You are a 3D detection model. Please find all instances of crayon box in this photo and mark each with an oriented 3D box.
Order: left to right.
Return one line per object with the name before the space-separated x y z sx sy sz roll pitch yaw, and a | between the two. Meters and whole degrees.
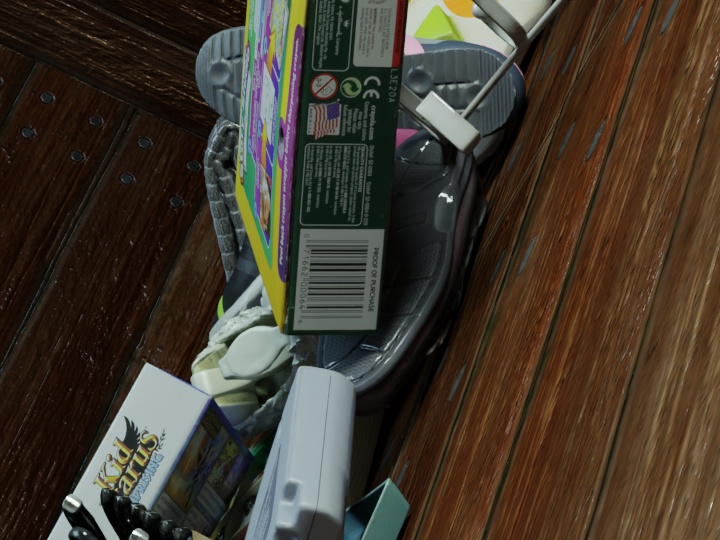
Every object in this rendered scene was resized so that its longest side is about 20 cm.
crayon box | -0.023 -0.094 1.465 0.173 0.058 0.201 -110 23 -62

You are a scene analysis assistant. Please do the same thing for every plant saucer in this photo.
plant saucer | -0.008 0.148 1.376 0.200 0.019 0.070 131 163 -76

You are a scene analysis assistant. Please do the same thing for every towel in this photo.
towel | -0.051 -0.021 1.935 0.166 0.085 0.202 -80 -23 -81

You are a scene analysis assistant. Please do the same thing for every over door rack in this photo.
over door rack | 0.073 -0.137 1.454 0.148 0.067 0.200 -51 3 1

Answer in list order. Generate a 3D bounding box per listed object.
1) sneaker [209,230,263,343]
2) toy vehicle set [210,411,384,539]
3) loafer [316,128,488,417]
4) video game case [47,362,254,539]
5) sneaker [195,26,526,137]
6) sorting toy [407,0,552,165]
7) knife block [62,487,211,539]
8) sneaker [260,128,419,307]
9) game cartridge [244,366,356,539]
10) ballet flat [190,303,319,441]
sneaker | -0.038 -0.022 1.753 0.200 0.071 0.083 -52 45 40
toy vehicle set | -0.051 0.138 1.638 0.200 0.026 0.125 -47 19 39
loafer | 0.033 0.007 1.518 0.071 0.063 0.201 -13 40 32
video game case | -0.131 0.158 1.566 0.182 0.045 0.200 -60 -11 -10
sneaker | 0.003 -0.109 1.671 0.082 0.198 0.071 -22 -60 -73
sorting toy | 0.046 -0.085 1.781 0.181 0.106 0.201 -102 33 -52
knife block | -0.125 0.207 1.440 0.175 0.064 0.201 -15 -57 -53
sneaker | 0.000 0.000 1.647 0.200 0.073 0.088 -60 39 45
game cartridge | -0.041 0.154 1.363 0.133 0.041 0.201 -92 16 -57
ballet flat | -0.062 0.052 1.623 0.200 0.072 0.072 -37 25 54
